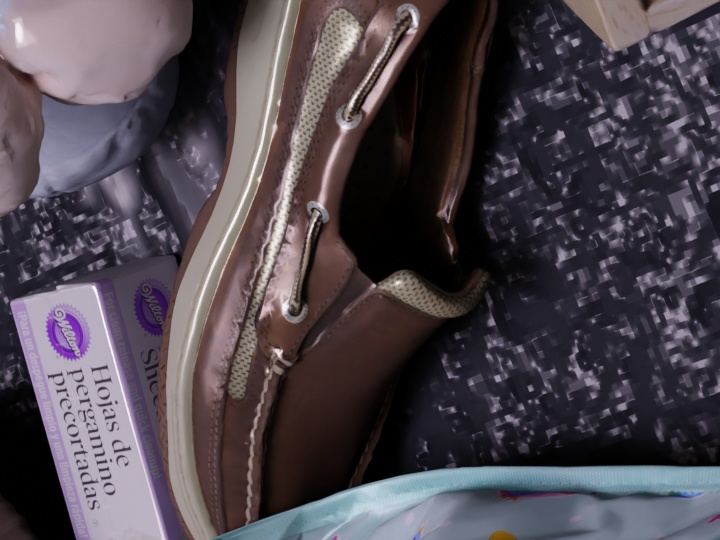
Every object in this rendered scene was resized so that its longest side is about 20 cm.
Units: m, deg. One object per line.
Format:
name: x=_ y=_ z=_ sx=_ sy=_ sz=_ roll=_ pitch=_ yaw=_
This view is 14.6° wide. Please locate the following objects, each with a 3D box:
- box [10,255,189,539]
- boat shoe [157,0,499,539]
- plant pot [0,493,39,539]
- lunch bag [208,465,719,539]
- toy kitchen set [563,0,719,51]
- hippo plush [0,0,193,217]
box: x=-0.057 y=0.097 z=0.873 sx=0.039 sy=0.041 sz=0.200 roll=-11 pitch=96 yaw=38
boat shoe: x=-0.004 y=0.001 z=0.777 sx=0.075 sy=0.075 sz=0.203 roll=24 pitch=117 yaw=37
plant pot: x=-0.137 y=0.151 z=0.870 sx=0.093 sy=0.201 sz=0.201 roll=18 pitch=116 yaw=6
lunch bag: x=0.045 y=0.145 z=0.744 sx=0.200 sy=0.122 sz=0.170 roll=-7 pitch=115 yaw=39
toy kitchen set: x=0.072 y=-0.198 z=0.672 sx=0.200 sy=0.163 sz=0.180 roll=66 pitch=176 yaw=-29
hippo plush: x=-0.134 y=-0.063 z=0.791 sx=0.200 sy=0.161 sz=0.159 roll=11 pitch=69 yaw=10
